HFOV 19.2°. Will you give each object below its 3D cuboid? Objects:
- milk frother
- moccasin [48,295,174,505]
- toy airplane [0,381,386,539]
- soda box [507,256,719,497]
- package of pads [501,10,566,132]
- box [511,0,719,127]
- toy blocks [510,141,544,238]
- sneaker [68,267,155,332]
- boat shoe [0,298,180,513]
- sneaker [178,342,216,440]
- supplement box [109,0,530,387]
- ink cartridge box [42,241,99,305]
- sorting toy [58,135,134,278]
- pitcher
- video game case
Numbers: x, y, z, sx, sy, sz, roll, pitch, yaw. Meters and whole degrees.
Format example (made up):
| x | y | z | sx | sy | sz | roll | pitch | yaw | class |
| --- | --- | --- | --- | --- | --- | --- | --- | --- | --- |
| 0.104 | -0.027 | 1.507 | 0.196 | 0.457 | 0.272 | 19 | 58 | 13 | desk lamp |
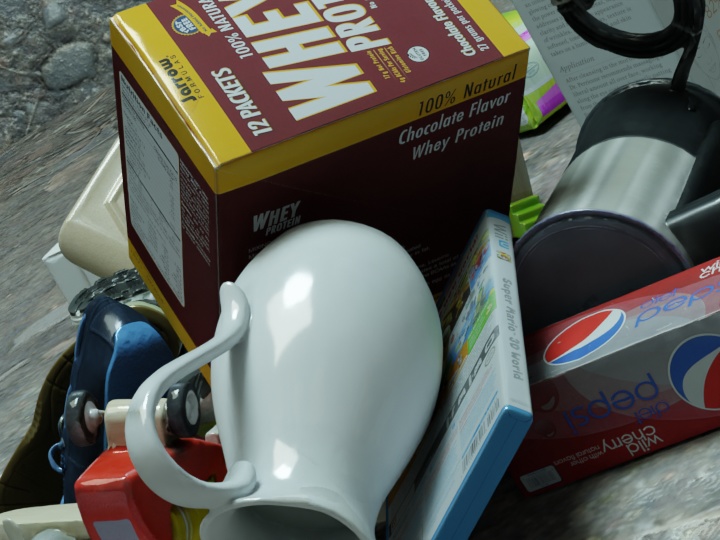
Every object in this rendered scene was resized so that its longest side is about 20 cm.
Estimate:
| x | y | z | sx | sy | sz | roll | pitch | yaw | class |
| --- | --- | --- | --- | --- | --- | --- | --- | --- | --- |
| 0.146 | -0.069 | 1.215 | 0.181 | 0.200 | 0.188 | -47 | 5 | 33 | milk frother |
| -0.151 | 0.102 | 1.332 | 0.080 | 0.201 | 0.068 | -9 | 39 | -33 | moccasin |
| -0.097 | 0.146 | 1.216 | 0.198 | 0.142 | 0.200 | 4 | -13 | -28 | toy airplane |
| 0.161 | 0.047 | 1.112 | 0.199 | 0.064 | 0.070 | -23 | 19 | 26 | soda box |
| 0.132 | -0.174 | 1.860 | 0.154 | 0.068 | 0.200 | -38 | 16 | -27 | package of pads |
| 0.205 | -0.196 | 1.533 | 0.106 | 0.201 | 0.152 | -17 | 20 | 42 | box |
| 0.059 | -0.094 | 1.575 | 0.100 | 0.137 | 0.200 | -21 | 14 | -23 | toy blocks |
| -0.099 | 0.024 | 1.479 | 0.199 | 0.080 | 0.074 | -18 | 18 | -7 | sneaker |
| -0.180 | 0.089 | 1.408 | 0.200 | 0.073 | 0.065 | -52 | 11 | 25 | boat shoe |
| -0.077 | 0.082 | 1.369 | 0.200 | 0.090 | 0.079 | 162 | 124 | -71 | sneaker |
| -0.025 | -0.065 | 1.231 | 0.196 | 0.201 | 0.133 | -22 | 53 | -20 | supplement box |
| -0.124 | -0.014 | 1.697 | 0.144 | 0.148 | 0.200 | -22 | 18 | 30 | ink cartridge box |
| -0.096 | -0.057 | 1.553 | 0.201 | 0.184 | 0.037 | -61 | -11 | -16 | sorting toy |
| -0.038 | 0.060 | 1.079 | 0.121 | 0.171 | 0.201 | -27 | 38 | 35 | pitcher |
| 0.048 | 0.074 | 1.120 | 0.200 | 0.018 | 0.144 | -90 | 23 | -60 | video game case |
